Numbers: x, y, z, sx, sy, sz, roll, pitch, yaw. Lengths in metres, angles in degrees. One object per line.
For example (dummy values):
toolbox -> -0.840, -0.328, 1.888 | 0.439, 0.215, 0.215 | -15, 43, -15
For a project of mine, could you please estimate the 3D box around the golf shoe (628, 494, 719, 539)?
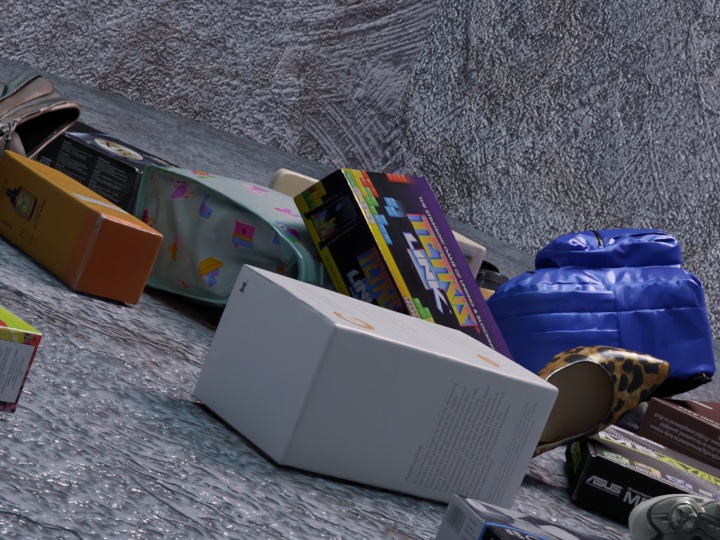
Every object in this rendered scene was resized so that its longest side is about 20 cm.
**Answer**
golf shoe -> 0.281, 0.199, 1.299 | 0.199, 0.079, 0.097 | 22, 0, -8

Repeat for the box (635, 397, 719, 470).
box -> 0.332, 0.170, 1.731 | 0.100, 0.076, 0.200 | 25, 8, 27

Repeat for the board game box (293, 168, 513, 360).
board game box -> 0.042, 0.017, 1.547 | 0.165, 0.056, 0.201 | -2, 64, -62

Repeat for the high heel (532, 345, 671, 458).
high heel -> 0.158, 0.108, 1.396 | 0.198, 0.072, 0.143 | -15, 7, -8

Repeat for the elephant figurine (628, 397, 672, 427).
elephant figurine -> 0.274, 0.099, 1.955 | 0.141, 0.156, 0.200 | -14, 15, 32

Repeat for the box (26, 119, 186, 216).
box -> -0.263, -0.085, 1.797 | 0.199, 0.087, 0.164 | 25, 7, 24

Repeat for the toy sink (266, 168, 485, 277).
toy sink -> 0.000, 0.000, 1.777 | 0.199, 0.131, 0.112 | 19, 7, -35

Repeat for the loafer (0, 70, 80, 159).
loafer -> -0.312, -0.115, 1.650 | 0.062, 0.072, 0.200 | 23, 38, 4

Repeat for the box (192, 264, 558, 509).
box -> 0.011, 0.081, 1.238 | 0.199, 0.098, 0.124 | 18, 7, -36

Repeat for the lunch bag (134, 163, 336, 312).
lunch bag -> -0.080, -0.007, 1.602 | 0.199, 0.123, 0.170 | 19, 3, 33

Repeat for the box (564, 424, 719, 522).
box -> 0.264, 0.183, 1.488 | 0.199, 0.048, 0.193 | 22, 8, 3

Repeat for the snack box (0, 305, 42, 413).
snack box -> -0.287, 0.010, 1.014 | 0.142, 0.053, 0.199 | 17, 7, -46

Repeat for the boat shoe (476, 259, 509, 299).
boat shoe -> 0.161, 0.014, 2.568 | 0.074, 0.063, 0.200 | 18, 5, -14

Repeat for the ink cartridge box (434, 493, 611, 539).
ink cartridge box -> 0.149, 0.187, 1.088 | 0.199, 0.039, 0.099 | 20, 5, -24

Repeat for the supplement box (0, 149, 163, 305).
supplement box -> -0.243, -0.037, 1.537 | 0.068, 0.067, 0.200 | 17, 8, -40

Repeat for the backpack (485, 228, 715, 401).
backpack -> 0.209, 0.050, 1.746 | 0.198, 0.169, 0.163 | -7, -12, -8
